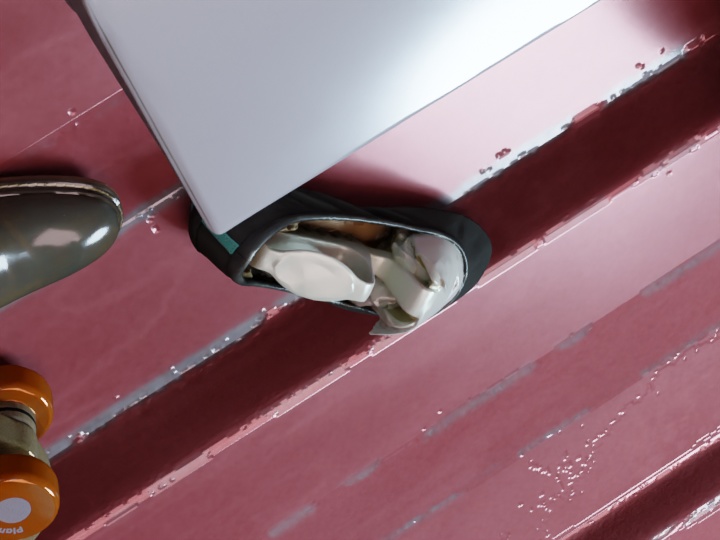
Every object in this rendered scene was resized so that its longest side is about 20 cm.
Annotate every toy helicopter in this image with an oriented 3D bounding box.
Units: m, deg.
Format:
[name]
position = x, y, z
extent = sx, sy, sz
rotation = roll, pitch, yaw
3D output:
[toy helicopter]
position = -0.251, 0.105, 0.813
extent = 0.198, 0.079, 0.133
rotation = 15, 125, -26

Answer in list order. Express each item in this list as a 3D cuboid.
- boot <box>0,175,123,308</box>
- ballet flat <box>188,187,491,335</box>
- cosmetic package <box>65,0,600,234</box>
[boot]
position = -0.191, 0.024, 0.751
extent = 0.198, 0.097, 0.075
rotation = -21, 133, -15
[ballet flat]
position = 0.000, 0.000, 0.866
extent = 0.199, 0.069, 0.068
rotation = 9, 119, -36
[cosmetic package]
position = -0.027, -0.155, 0.635
extent = 0.198, 0.200, 0.123
rotation = -32, 135, -5
